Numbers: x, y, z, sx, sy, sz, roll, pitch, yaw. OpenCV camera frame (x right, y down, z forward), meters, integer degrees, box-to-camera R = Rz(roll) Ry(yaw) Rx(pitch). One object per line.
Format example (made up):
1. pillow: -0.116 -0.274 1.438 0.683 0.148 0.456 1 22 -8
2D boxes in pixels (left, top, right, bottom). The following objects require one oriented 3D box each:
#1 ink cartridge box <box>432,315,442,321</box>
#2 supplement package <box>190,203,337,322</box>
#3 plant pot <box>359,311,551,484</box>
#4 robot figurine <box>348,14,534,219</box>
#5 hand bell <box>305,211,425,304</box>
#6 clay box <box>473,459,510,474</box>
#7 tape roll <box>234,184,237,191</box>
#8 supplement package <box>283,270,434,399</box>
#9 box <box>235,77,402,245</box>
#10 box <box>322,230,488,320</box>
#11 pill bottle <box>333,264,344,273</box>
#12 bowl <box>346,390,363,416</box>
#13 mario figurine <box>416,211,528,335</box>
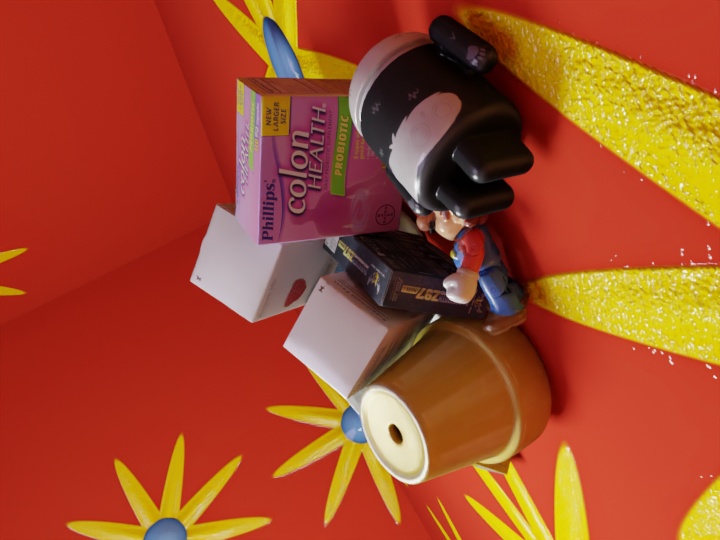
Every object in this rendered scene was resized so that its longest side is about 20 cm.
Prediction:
1. ink cartridge box: 0.156 0.136 0.985 0.163 0.057 0.201 51 158 40
2. supplement package: -0.125 -0.020 0.893 0.119 0.122 0.200 31 -161 19
3. plant pot: 0.108 0.170 0.788 0.200 0.188 0.203 30 129 44
4. robot figurine: 0.073 -0.139 0.585 0.201 0.150 0.125 54 -166 31
5. hand bell: 0.000 0.000 0.946 0.104 0.199 0.104 46 160 22
6. clay box: 0.150 0.298 1.064 0.198 0.048 0.115 19 165 2
7. tape roll: -0.132 -0.165 1.158 0.067 0.199 0.200 66 167 -23
8. supplement package: 0.008 0.071 0.825 0.113 0.110 0.200 36 -161 18
9. box: -0.047 -0.139 0.761 0.097 0.198 0.178 45 135 52
10. box: 0.057 -0.005 0.810 0.200 0.156 0.051 44 121 56
11. pill bottle: -0.038 -0.014 1.025 0.109 0.108 0.202 -163 69 -72
12. bowl: 0.061 0.218 1.187 0.200 0.090 0.202 22 135 24
13. mario figurine: 0.112 -0.027 0.698 0.201 0.105 0.123 63 169 -9
